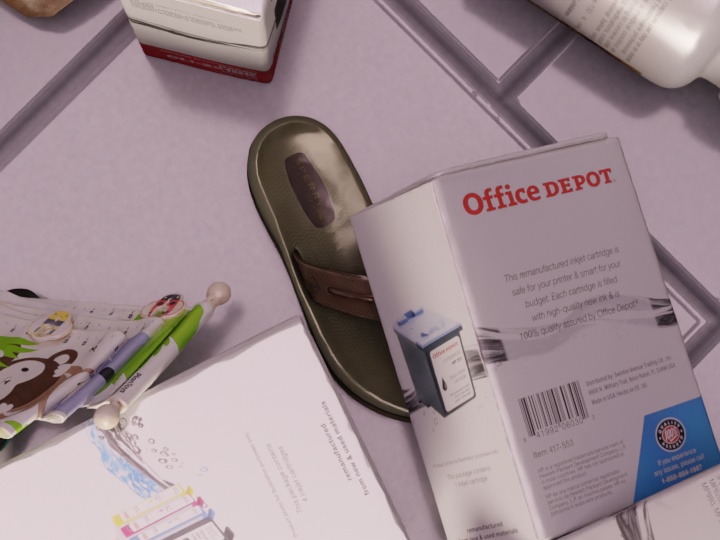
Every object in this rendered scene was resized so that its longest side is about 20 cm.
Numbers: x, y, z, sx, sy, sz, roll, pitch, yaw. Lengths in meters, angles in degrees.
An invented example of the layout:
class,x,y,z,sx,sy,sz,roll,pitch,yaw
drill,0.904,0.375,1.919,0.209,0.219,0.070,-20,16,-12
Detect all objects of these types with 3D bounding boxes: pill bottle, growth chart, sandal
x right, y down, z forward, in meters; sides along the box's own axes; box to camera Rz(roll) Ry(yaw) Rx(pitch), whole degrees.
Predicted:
class,x,y,z,sx,sy,sz,roll,pitch,yaw
pill bottle,0.174,-0.169,1.150,0.200,0.114,0.115,33,86,2
growth chart,-0.184,0.047,1.087,0.199,0.145,0.018,2,123,25
sandal,-0.001,0.000,1.155,0.080,0.057,0.201,-31,85,-22

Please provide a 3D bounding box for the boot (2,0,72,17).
class,x,y,z,sx,sy,sz,roll,pitch,yaw
boot,-0.144,-0.232,1.179,0.075,0.074,0.200,43,94,-10

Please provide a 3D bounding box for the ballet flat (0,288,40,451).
class,x,y,z,sx,sy,sz,roll,pitch,yaw
ballet flat,-0.237,0.098,1.139,0.068,0.068,0.201,18,84,37

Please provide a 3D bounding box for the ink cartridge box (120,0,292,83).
class,x,y,z,sx,sy,sz,roll,pitch,yaw
ink cartridge box,-0.072,-0.194,1.105,0.083,0.200,0.145,14,86,0

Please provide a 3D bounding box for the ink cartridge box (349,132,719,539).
class,x,y,z,sx,sy,sz,roll,pitch,yaw
ink cartridge box,0.098,0.040,1.118,0.146,0.086,0.201,-14,84,-37

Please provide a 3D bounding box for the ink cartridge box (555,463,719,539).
class,x,y,z,sx,sy,sz,roll,pitch,yaw
ink cartridge box,0.160,0.178,1.088,0.200,0.146,0.085,-28,68,7

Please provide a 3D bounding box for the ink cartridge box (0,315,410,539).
class,x,y,z,sx,sy,sz,roll,pitch,yaw
ink cartridge box,-0.090,0.135,1.107,0.200,0.147,0.145,-26,87,-2
